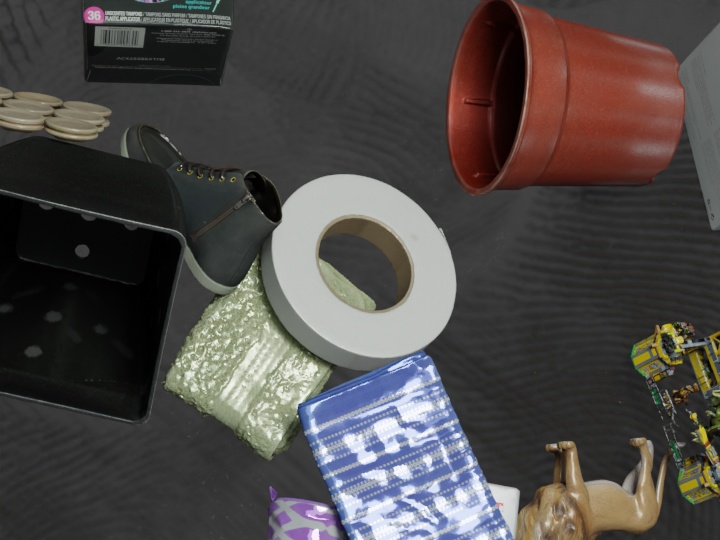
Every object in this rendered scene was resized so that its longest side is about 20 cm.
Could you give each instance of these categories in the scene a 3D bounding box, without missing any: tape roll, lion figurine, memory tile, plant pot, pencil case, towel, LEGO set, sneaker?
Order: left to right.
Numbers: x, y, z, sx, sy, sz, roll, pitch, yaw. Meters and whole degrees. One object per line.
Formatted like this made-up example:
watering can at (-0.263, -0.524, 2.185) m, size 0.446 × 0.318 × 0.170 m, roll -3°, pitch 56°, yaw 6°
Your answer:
memory tile at (-0.342, -0.154, 1.274) m, size 0.197 × 0.153 × 0.017 m, roll 9°, pitch 105°, yaw -7°
plant pot at (-0.259, -0.012, 1.199) m, size 0.197 × 0.202 × 0.178 m, roll 13°, pitch 30°, yaw -7°
sneaker at (-0.149, -0.087, 1.289) m, size 0.201 × 0.106 × 0.074 m, roll 54°, pitch 29°, yaw 18°
towel at (-0.088, 0.067, 1.305) m, size 0.147 × 0.037 × 0.201 m, roll 33°, pitch 69°, yaw 1°
pencil case at (-0.067, 0.305, 1.211) m, size 0.084 × 0.084 × 0.203 m, roll 9°, pitch 67°, yaw 16°
tape roll at (0.000, 0.000, 1.319) m, size 0.200 × 0.037 × 0.205 m, roll 12°, pitch 58°, yaw -20°
towel at (0.041, 0.186, 1.212) m, size 0.143 × 0.024 × 0.202 m, roll -20°, pitch 74°, yaw -18°
plant pot at (0.213, -0.169, 1.374) m, size 0.192 × 0.201 × 0.204 m, roll 4°, pitch 71°, yaw -19°
lion figurine at (0.237, 0.228, 1.304) m, size 0.197 × 0.072 × 0.124 m, roll -2°, pitch 80°, yaw -17°
LEGO set at (0.370, 0.125, 1.319) m, size 0.152 × 0.116 × 0.203 m, roll 5°, pitch 63°, yaw -37°

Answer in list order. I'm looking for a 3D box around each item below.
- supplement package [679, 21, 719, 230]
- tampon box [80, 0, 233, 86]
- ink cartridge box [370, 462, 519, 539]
supplement package at (0.452, -0.171, 1.410) m, size 0.145 × 0.200 × 0.194 m, roll -7°, pitch 74°, yaw -14°
tampon box at (-0.209, -0.307, 1.353) m, size 0.147 × 0.126 × 0.203 m, roll -1°, pitch 72°, yaw -13°
ink cartridge box at (0.061, 0.292, 1.237) m, size 0.143 × 0.084 × 0.203 m, roll 12°, pitch 69°, yaw -8°
